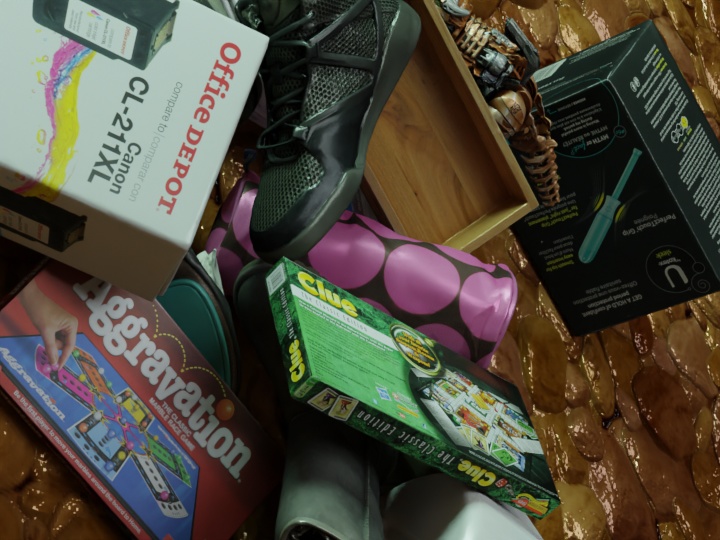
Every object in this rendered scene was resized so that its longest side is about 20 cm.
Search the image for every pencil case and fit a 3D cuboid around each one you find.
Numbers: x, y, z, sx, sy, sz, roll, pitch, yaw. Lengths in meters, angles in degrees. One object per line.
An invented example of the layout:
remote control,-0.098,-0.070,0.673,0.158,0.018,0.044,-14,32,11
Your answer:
pencil case,0.000,0.000,1.137,0.199,0.091,0.094,22,7,-4

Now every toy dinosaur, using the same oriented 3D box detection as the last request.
toy dinosaur,0.088,-0.126,1.342,0.102,0.135,0.201,-35,101,-54

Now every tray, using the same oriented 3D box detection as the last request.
tray,0.031,-0.103,1.177,0.098,0.037,0.201,-33,109,-10

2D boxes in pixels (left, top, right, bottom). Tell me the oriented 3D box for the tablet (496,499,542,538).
tablet,0.087,0.147,1.198,0.130,0.014,0.200,49,-3,34

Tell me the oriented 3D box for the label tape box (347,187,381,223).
label tape box,0.037,-0.012,1.281,0.199,0.063,0.145,10,66,-50

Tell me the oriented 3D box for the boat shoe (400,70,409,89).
boat shoe,0.001,-0.171,1.199,0.076,0.071,0.201,-48,112,-34

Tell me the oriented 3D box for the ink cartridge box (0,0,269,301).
ink cartridge box,-0.167,-0.095,0.953,0.199,0.083,0.147,24,62,-11

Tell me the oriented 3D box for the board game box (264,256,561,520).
board game box,0.032,0.071,1.040,0.199,0.023,0.105,30,30,-31

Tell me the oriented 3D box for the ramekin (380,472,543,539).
ramekin,0.033,0.218,1.058,0.098,0.200,0.201,45,42,-17

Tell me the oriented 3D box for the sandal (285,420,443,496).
sandal,0.025,0.136,1.198,0.201,0.057,0.080,46,42,-29

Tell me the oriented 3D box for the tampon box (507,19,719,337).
tampon box,0.212,-0.075,1.467,0.201,0.149,0.126,59,38,-15

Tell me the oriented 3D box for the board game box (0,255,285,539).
board game box,-0.132,0.080,1.019,0.103,0.019,0.200,-48,114,-24

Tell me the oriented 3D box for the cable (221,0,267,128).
cable,-0.057,-0.193,1.245,0.199,0.069,0.202,21,58,-47

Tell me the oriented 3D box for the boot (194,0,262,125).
boot,-0.100,-0.203,1.117,0.201,0.067,0.131,55,46,-13

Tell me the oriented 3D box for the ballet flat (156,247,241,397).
ballet flat,-0.119,-0.005,1.059,0.201,0.068,0.069,64,25,-25

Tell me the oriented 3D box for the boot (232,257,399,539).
boot,-0.031,0.103,1.023,0.182,0.072,0.200,56,22,-16

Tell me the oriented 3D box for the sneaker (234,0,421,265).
sneaker,-0.041,-0.107,1.058,0.114,0.076,0.201,38,64,-35
